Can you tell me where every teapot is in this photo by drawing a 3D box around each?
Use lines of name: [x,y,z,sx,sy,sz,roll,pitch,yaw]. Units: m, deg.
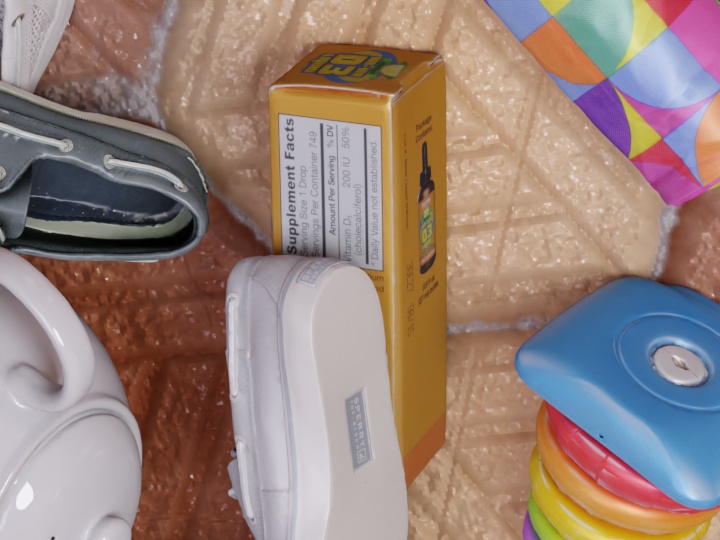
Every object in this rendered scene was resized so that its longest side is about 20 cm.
teapot: [-0.169,0.095,1.387,0.146,0.200,0.198,24,88,28]

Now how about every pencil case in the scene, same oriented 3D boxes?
pencil case: [0.103,-0.123,1.265,0.088,0.088,0.200,-36,96,29]

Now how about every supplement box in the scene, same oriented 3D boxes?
supplement box: [0.000,0.000,1.366,0.069,0.067,0.200,10,114,19]

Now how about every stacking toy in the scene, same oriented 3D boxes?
stacking toy: [0.114,0.112,1.358,0.116,0.110,0.200,37,132,21]

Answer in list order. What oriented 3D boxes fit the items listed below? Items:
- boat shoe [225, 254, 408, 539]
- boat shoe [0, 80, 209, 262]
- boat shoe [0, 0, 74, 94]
boat shoe: [-0.029,0.088,1.341,0.068,0.072,0.200,12,121,37]
boat shoe: [-0.162,-0.043,1.357,0.200,0.062,0.073,9,115,-22]
boat shoe: [-0.195,-0.068,1.411,0.071,0.069,0.200,24,118,11]
